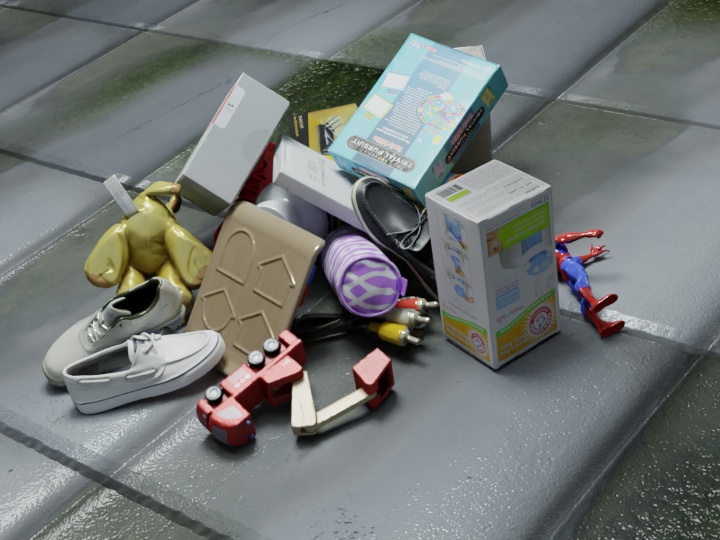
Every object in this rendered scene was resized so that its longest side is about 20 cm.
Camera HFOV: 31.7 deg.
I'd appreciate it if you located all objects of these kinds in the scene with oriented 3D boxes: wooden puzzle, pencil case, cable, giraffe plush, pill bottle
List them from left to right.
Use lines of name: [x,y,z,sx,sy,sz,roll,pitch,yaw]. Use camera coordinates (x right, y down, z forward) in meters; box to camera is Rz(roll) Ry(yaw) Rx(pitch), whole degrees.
giraffe plush: [-0.285,-0.032,1.729,0.170,0.203,0.162,-18,2,-1]
wooden puzzle: [-0.131,0.031,1.585,0.046,0.202,0.184,21,3,-45]
pill bottle: [-0.076,-0.080,1.721,0.111,0.114,0.200,6,24,26]
pencil case: [0.000,0.000,1.596,0.084,0.085,0.200,9,13,-10]
cable: [0.005,0.054,1.574,0.197,0.051,0.097,6,40,26]

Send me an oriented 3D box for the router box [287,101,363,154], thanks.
router box: [-0.028,-0.190,1.967,0.155,0.053,0.201,-11,32,-1]

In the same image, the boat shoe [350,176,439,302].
boat shoe: [0.069,-0.043,1.579,0.075,0.200,0.062,-45,5,-29]

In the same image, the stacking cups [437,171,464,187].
stacking cups: [0.106,-0.101,1.631,0.060,0.061,0.199,-30,36,-27]

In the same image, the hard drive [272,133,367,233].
hard drive: [-0.022,-0.101,1.649,0.198,0.027,0.132,27,22,-15]

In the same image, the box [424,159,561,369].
box: [0.157,-0.007,1.480,0.112,0.202,0.101,-26,35,-26]

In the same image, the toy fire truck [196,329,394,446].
toy fire truck: [-0.073,0.142,1.451,0.199,0.049,0.141,-39,56,-23]

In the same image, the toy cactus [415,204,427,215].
toy cactus: [0.168,-0.077,1.714,0.199,0.104,0.164,18,23,42]

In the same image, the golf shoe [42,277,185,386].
golf shoe: [-0.318,0.067,1.587,0.199,0.097,0.079,-34,68,-9]

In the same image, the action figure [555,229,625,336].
action figure: [0.285,-0.006,1.566,0.098,0.066,0.200,-26,35,-7]

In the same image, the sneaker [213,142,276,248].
sneaker: [-0.163,-0.118,1.838,0.077,0.117,0.200,3,33,24]

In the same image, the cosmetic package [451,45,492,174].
cosmetic package: [0.147,-0.201,1.785,0.072,0.202,0.104,-5,31,4]

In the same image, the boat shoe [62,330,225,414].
boat shoe: [-0.263,0.112,1.540,0.198,0.066,0.074,-23,38,-5]

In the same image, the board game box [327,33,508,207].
board game box: [0.074,-0.197,1.641,0.150,0.047,0.201,27,75,34]

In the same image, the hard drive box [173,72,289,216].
hard drive box: [-0.178,-0.165,1.713,0.157,0.076,0.200,-60,11,-9]
